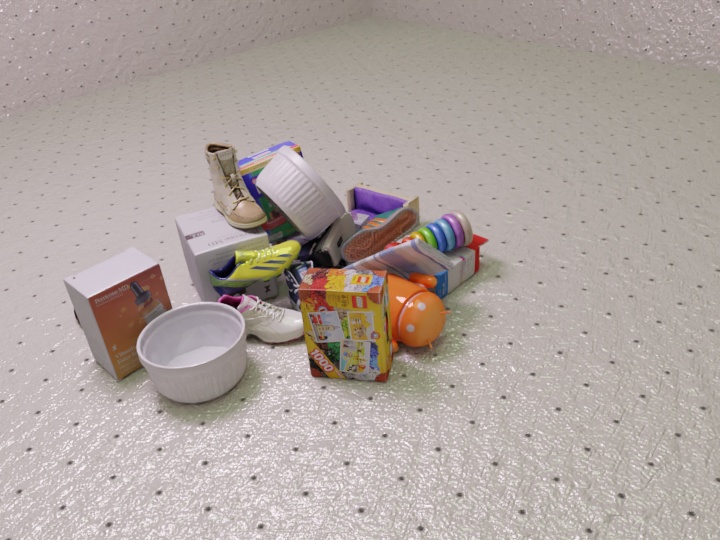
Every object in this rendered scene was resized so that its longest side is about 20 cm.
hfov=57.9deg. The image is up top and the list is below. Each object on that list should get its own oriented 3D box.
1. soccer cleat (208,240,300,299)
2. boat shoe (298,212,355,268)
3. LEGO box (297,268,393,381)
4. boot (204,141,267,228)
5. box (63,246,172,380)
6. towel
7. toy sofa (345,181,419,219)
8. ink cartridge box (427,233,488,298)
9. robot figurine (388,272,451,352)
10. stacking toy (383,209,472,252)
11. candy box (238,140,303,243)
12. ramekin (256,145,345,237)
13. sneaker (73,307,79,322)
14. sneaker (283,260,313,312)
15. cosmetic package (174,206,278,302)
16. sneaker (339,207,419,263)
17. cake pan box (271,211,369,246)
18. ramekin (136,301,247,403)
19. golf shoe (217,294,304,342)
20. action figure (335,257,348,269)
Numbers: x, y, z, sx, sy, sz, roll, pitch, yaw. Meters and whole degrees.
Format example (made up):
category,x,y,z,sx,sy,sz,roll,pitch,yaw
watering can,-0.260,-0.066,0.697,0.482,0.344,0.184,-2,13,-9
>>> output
category,x,y,z,sx,sy,sz,roll,pitch,yaw
soccer cleat,-0.218,-0.016,1.348,0.200,0.084,0.065,-30,27,-6
boat shoe,-0.080,-0.068,1.500,0.093,0.075,0.200,-10,24,23
LEGO box,-0.023,0.099,1.190,0.149,0.200,0.077,2,33,13
boot,-0.274,-0.186,1.405,0.072,0.155,0.200,-23,37,-27
box,-0.461,0.083,1.280,0.152,0.200,0.106,-32,41,-34
towel,0.075,-0.003,1.329,0.200,0.147,0.024,-21,59,30
toy sofa,0.049,-0.159,1.690,0.200,0.083,0.098,20,39,34
ink cartridge box,0.187,-0.019,1.464,0.116,0.067,0.200,25,44,38
robot figurine,0.086,0.076,1.285,0.144,0.117,0.200,-30,40,-32
stacking toy,0.139,-0.060,1.411,0.200,0.085,0.085,-23,36,-15
candy box,-0.203,-0.185,1.561,0.169,0.200,0.077,-28,30,-22
ramekin,-0.138,-0.166,1.434,0.105,0.200,0.200,-44,41,-4
sneaker,-0.538,0.085,1.428,0.200,0.074,0.087,-6,-11,24
sneaker,-0.099,0.052,1.358,0.070,0.109,0.200,-24,37,-25
cosmetic package,-0.302,-0.032,1.467,0.165,0.165,0.200,-19,35,-20
sneaker,0.035,-0.078,1.463,0.200,0.071,0.080,-30,15,-15
cake pan box,-0.095,-0.091,1.636,0.200,0.052,0.184,14,40,26
ramekin,-0.309,0.158,1.229,0.200,0.105,0.200,-3,32,2
golf shoe,-0.201,0.094,1.319,0.200,0.092,0.075,2,45,11
action figure,0.000,0.000,1.464,0.200,0.069,0.130,-21,39,-20
